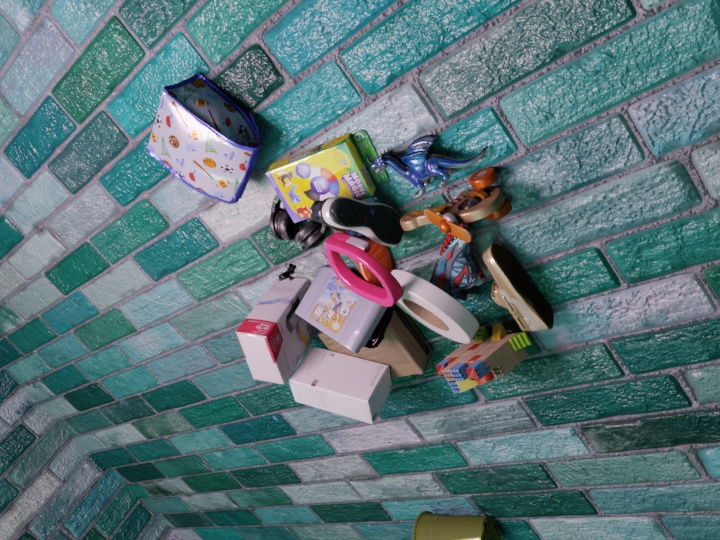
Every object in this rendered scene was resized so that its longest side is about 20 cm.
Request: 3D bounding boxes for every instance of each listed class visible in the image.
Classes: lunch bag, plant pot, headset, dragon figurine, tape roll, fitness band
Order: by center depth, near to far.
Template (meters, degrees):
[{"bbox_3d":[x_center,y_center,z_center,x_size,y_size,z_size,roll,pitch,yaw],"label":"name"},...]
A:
[{"bbox_3d":[0.107,-0.187,1.105,0.200,0.059,0.100,-19,116,42],"label":"dragon figurine"},{"bbox_3d":[0.000,0.000,1.228,0.200,0.037,0.144,23,148,50],"label":"fitness band"},{"bbox_3d":[-0.286,-0.243,1.253,0.200,0.124,0.170,40,137,5],"label":"lunch bag"},{"bbox_3d":[0.134,0.071,1.263,0.203,0.037,0.203,33,168,8],"label":"tape roll"},{"bbox_3d":[-0.132,-0.076,1.324,0.123,0.094,0.200,22,124,14],"label":"headset"},{"bbox_3d":[0.270,0.730,1.741,0.190,0.200,0.200,-22,114,30],"label":"plant pot"}]

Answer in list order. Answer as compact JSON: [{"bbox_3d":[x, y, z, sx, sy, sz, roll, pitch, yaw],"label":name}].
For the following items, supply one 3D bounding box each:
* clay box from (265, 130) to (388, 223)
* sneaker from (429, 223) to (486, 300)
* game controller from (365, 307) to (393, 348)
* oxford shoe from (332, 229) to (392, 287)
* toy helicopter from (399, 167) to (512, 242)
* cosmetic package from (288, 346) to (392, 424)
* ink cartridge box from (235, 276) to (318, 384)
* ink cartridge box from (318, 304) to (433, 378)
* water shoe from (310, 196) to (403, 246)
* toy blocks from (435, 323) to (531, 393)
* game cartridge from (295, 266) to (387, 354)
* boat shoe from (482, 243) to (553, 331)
[{"bbox_3d":[-0.060,-0.171,1.203,0.200,0.048,0.115,-16,119,25],"label":"clay box"},{"bbox_3d":[0.191,-0.016,1.204,0.095,0.079,0.200,21,145,7],"label":"sneaker"},{"bbox_3d":[-0.015,0.085,1.363,0.200,0.042,0.105,24,99,43],"label":"game controller"},{"bbox_3d":[0.001,-0.043,1.306,0.073,0.071,0.200,15,139,55],"label":"oxford shoe"},{"bbox_3d":[0.148,-0.093,1.109,0.200,0.132,0.079,-11,119,39],"label":"toy helicopter"},{"bbox_3d":[-0.042,0.248,1.437,0.199,0.113,0.081,8,132,25],"label":"cosmetic package"},{"bbox_3d":[-0.175,0.129,1.454,0.085,0.200,0.148,6,130,27],"label":"ink cartridge box"},{"bbox_3d":[0.032,0.160,1.446,0.200,0.075,0.165,-18,118,40],"label":"ink cartridge box"},{"bbox_3d":[-0.003,-0.097,1.203,0.200,0.072,0.079,18,174,-43],"label":"water shoe"},{"bbox_3d":[0.222,0.184,1.273,0.100,0.137,0.200,61,150,-5],"label":"toy blocks"},{"bbox_3d":[-0.041,0.071,1.346,0.200,0.133,0.041,27,180,43],"label":"game cartridge"},{"bbox_3d":[0.274,0.040,1.192,0.066,0.074,0.200,-25,112,37],"label":"boat shoe"}]
